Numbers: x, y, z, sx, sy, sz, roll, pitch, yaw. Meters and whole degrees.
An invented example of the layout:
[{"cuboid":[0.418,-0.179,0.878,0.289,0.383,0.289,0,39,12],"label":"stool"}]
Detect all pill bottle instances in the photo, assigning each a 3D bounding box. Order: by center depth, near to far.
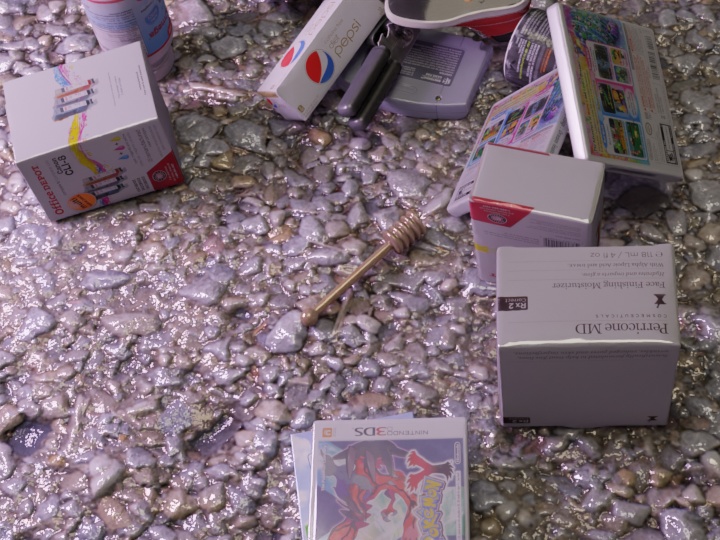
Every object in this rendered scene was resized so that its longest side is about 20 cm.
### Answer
[{"cuboid":[0.298,-0.265,1.691,0.198,0.107,0.107,26,66,21],"label":"pill bottle"},{"cuboid":[-0.323,-0.356,1.781,0.107,0.201,0.110,-4,58,6],"label":"pill bottle"}]

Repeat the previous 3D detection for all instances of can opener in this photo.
[{"cuboid":[0.019,-0.278,1.743,0.066,0.053,0.201,1,54,48],"label":"can opener"}]

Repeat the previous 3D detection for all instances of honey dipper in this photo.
[{"cuboid":[0.000,0.000,1.616,0.199,0.038,0.038,-41,62,-14],"label":"honey dipper"}]

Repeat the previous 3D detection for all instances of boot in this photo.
[{"cuboid":[0.136,-0.348,1.748,0.197,0.144,0.074,-3,78,8],"label":"boot"}]

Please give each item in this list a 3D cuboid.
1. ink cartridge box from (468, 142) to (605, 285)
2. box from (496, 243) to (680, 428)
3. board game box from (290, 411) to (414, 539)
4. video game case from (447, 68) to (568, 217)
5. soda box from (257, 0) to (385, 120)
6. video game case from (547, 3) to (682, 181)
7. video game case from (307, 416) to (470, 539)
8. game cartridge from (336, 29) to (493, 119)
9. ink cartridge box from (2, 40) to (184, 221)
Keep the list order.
[{"cuboid":[0.211,-0.054,1.518,0.143,0.201,0.084,11,65,14],"label":"ink cartridge box"},{"cuboid":[0.252,0.077,1.436,0.196,0.201,0.132,-1,58,7],"label":"box"},{"cuboid":[0.004,0.271,1.452,0.149,0.037,0.202,-11,57,2],"label":"board game box"},{"cuboid":[0.201,-0.168,1.613,0.024,0.199,0.184,35,62,-18],"label":"video game case"},{"cuboid":[-0.053,-0.303,1.755,0.201,0.064,0.068,-55,26,-10],"label":"soda box"},{"cuboid":[0.310,-0.213,1.545,0.180,0.024,0.203,5,71,-39],"label":"video game case"},{"cuboid":[0.032,0.260,1.420,0.179,0.023,0.203,-2,59,6],"label":"video game case"},{"cuboid":[0.072,-0.279,1.774,0.197,0.041,0.134,16,59,17],"label":"game cartridge"},{"cuboid":[-0.359,-0.185,1.715,0.197,0.146,0.146,-17,58,-1],"label":"ink cartridge box"}]
